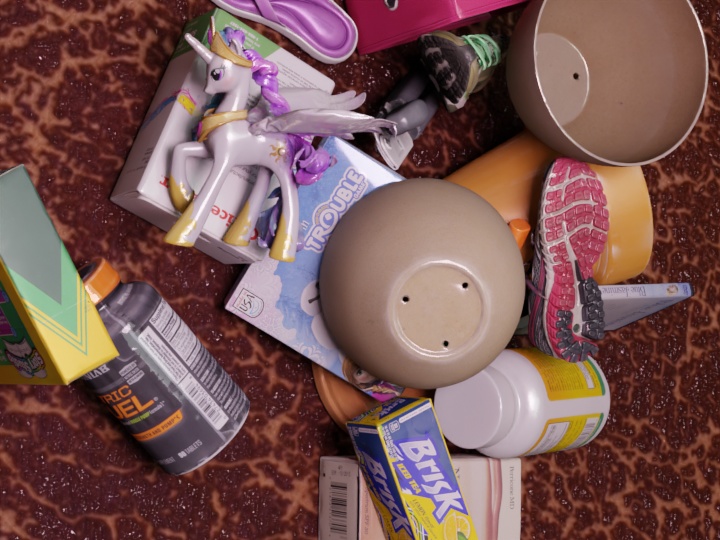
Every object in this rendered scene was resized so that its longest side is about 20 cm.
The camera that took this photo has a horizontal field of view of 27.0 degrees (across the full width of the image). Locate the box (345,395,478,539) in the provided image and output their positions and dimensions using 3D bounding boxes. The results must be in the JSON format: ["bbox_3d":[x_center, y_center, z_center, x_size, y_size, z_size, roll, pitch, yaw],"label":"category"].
[{"bbox_3d":[0.058,0.226,1.452,0.070,0.064,0.202,-24,100,-29],"label":"box"}]

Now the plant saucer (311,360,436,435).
[{"bbox_3d":[0.041,0.086,1.568,0.199,0.037,0.202,2,87,-32],"label":"plant saucer"}]

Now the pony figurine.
[{"bbox_3d":[-0.081,-0.115,1.353,0.191,0.166,0.202,9,100,-19],"label":"pony figurine"}]

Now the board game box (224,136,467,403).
[{"bbox_3d":[0.000,0.000,1.474,0.198,0.043,0.201,31,95,-9],"label":"board game box"}]

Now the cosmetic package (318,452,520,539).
[{"bbox_3d":[0.062,0.241,1.541,0.199,0.087,0.104,2,86,-31],"label":"cosmetic package"}]

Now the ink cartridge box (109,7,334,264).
[{"bbox_3d":[-0.133,-0.125,1.445,0.144,0.084,0.201,29,73,-26],"label":"ink cartridge box"}]

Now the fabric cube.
[{"bbox_3d":[0.093,-0.353,1.533,0.199,0.196,0.201,-20,98,-30],"label":"fabric cube"}]

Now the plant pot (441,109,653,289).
[{"bbox_3d":[0.180,-0.061,1.586,0.182,0.200,0.202,-18,97,-14],"label":"plant pot"}]

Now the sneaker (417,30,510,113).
[{"bbox_3d":[0.109,-0.215,1.486,0.088,0.200,0.077,-32,92,1],"label":"sneaker"}]

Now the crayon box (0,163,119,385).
[{"bbox_3d":[-0.300,0.010,1.267,0.058,0.199,0.174,-32,104,-29],"label":"crayon box"}]

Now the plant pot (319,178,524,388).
[{"bbox_3d":[0.064,0.024,1.390,0.198,0.135,0.202,-1,101,-4],"label":"plant pot"}]

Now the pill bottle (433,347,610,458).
[{"bbox_3d":[0.167,0.137,1.565,0.199,0.112,0.114,1,87,-51],"label":"pill bottle"}]

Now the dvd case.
[{"bbox_3d":[0.245,0.044,1.634,0.199,0.142,0.018,-2,72,-31],"label":"dvd case"}]

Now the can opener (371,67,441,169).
[{"bbox_3d":[0.053,-0.158,1.522,0.053,0.066,0.200,61,22,-15],"label":"can opener"}]

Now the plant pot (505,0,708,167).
[{"bbox_3d":[0.219,-0.196,1.465,0.199,0.134,0.202,1,87,-26],"label":"plant pot"}]

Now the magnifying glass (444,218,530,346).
[{"bbox_3d":[0.122,0.033,1.514,0.079,0.022,0.201,-17,141,-47],"label":"magnifying glass"}]

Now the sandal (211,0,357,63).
[{"bbox_3d":[-0.079,-0.282,1.508,0.202,0.050,0.083,27,74,-27],"label":"sandal"}]

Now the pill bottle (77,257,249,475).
[{"bbox_3d":[-0.201,0.084,1.380,0.106,0.106,0.200,-47,110,-24],"label":"pill bottle"}]

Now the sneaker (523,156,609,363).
[{"bbox_3d":[0.192,-0.012,1.478,0.080,0.074,0.202,-2,98,-30],"label":"sneaker"}]
